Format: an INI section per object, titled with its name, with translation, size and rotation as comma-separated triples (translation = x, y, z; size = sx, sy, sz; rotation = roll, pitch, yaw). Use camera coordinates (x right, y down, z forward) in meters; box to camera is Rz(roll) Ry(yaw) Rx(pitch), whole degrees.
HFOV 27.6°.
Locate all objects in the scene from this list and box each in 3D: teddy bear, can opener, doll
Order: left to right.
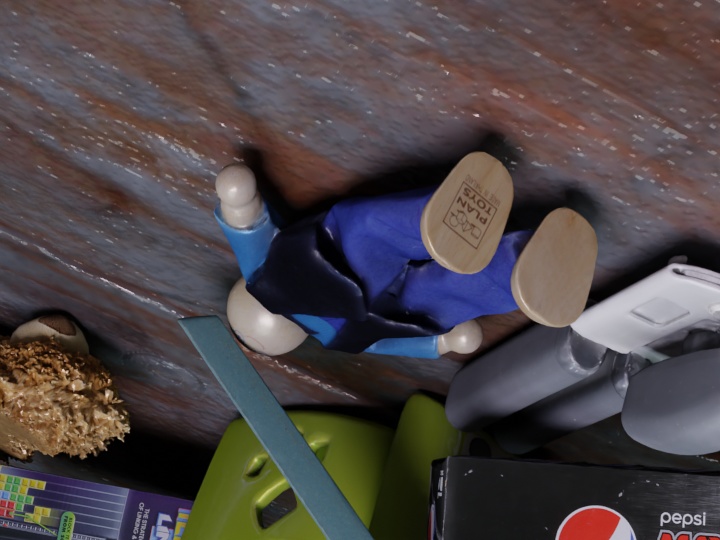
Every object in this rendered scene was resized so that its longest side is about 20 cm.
[teddy bear]
translation = -0.197, 0.062, 0.825
size = 0.144, 0.067, 0.200
rotation = 33, 158, -4
[doll]
translation = 0.000, 0.000, 0.574
size = 0.136, 0.049, 0.199
rotation = 31, 158, -21
[can opener]
translation = 0.091, 0.044, 0.580
size = 0.052, 0.067, 0.200
rotation = 26, 157, -14

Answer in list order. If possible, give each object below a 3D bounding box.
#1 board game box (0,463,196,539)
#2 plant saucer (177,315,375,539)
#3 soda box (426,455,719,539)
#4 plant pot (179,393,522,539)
[board game box]
translation = -0.159, 0.160, 0.898
size = 0.163, 0.057, 0.200
rotation = 8, 168, 4
[plant saucer]
translation = -0.013, 0.103, 0.624
size = 0.201, 0.019, 0.070
rotation = 54, 173, 22
[soda box]
translation = 0.127, 0.117, 0.611
size = 0.198, 0.072, 0.063
rotation = 5, 171, -2
[plant pot]
translation = 0.025, 0.189, 0.750
size = 0.199, 0.200, 0.181
rotation = 37, 143, -28
